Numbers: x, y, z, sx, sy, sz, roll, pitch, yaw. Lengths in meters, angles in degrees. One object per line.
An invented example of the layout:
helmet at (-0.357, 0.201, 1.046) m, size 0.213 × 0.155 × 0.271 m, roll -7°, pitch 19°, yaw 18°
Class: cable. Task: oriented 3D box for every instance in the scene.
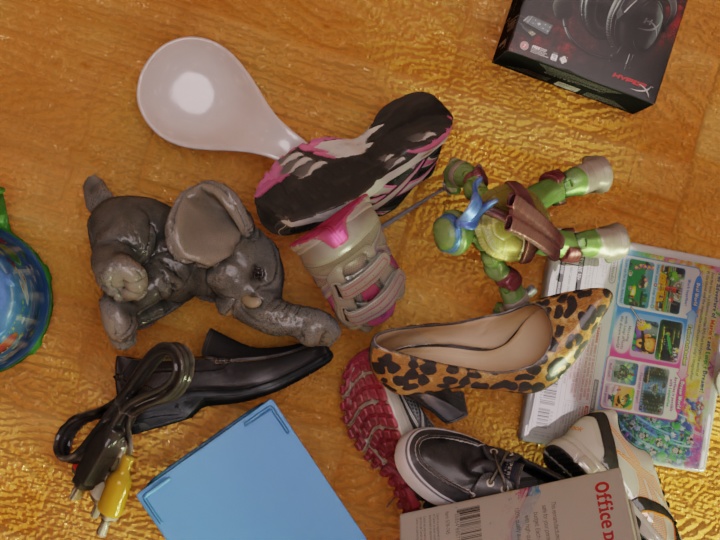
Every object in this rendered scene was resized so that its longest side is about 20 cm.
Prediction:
cable at (-0.203, 0.129, 1.295) m, size 0.201 × 0.050 × 0.097 m, roll -55°, pitch 51°, yaw 19°

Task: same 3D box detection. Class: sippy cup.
sippy cup at (-0.336, 0.024, 1.279) m, size 0.139 × 0.130 × 0.179 m, roll -27°, pitch 91°, yaw -7°

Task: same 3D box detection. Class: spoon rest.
spoon rest at (-0.108, -0.135, 1.347) m, size 0.199 × 0.061 × 0.100 m, roll 31°, pitch 85°, yaw -6°

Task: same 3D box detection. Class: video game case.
video game case at (0.251, 0.075, 1.402) m, size 0.180 × 0.024 × 0.202 m, roll 10°, pitch 86°, yaw -7°

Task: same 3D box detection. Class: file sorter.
file sorter at (-0.081, 0.232, 1.307) m, size 0.138 × 0.123 × 0.201 m, roll -34°, pitch 92°, yaw -6°

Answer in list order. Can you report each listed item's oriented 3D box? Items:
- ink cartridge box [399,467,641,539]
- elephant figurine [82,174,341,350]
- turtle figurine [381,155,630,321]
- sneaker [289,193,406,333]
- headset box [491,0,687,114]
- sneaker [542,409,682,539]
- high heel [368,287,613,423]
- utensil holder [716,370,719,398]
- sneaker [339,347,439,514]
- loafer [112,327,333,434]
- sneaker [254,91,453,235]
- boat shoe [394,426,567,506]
ink cartridge box at (0.145, 0.280, 1.242) m, size 0.198 × 0.146 × 0.145 m, roll -14°, pitch 123°, yaw 11°
elephant figurine at (-0.132, -0.008, 1.310) m, size 0.198 × 0.142 × 0.156 m, roll -11°, pitch 112°, yaw -5°
turtle figurine at (0.130, -0.033, 1.351) m, size 0.192 × 0.201 × 0.144 m, roll -11°, pitch 51°, yaw -24°
sneaker at (0.000, 0.000, 1.278) m, size 0.081 × 0.200 × 0.089 m, roll -34°, pitch 77°, yaw 0°
headset box at (0.226, -0.266, 1.383) m, size 0.148 × 0.077 × 0.201 m, roll 20°, pitch 87°, yaw -6°
sneaker at (0.255, 0.212, 1.352) m, size 0.080 × 0.074 × 0.200 m, roll -42°, pitch 99°, yaw -27°
high heel at (0.109, 0.053, 1.267) m, size 0.199 × 0.142 × 0.072 m, roll -35°, pitch 48°, yaw 17°
utensil holder at (0.454, 0.098, 1.354) m, size 0.199 × 0.170 × 0.170 m, roll -37°, pitch 93°, yaw -8°
sneaker at (0.050, 0.160, 1.356) m, size 0.074 × 0.080 × 0.201 m, roll -29°, pitch 91°, yaw -36°
loafer at (-0.124, 0.086, 1.333) m, size 0.198 × 0.073 × 0.073 m, roll -16°, pitch 87°, yaw -8°
sneaker at (0.001, -0.074, 1.329) m, size 0.199 × 0.087 × 0.080 m, roll -26°, pitch 55°, yaw -21°
boat shoe at (0.127, 0.186, 1.300) m, size 0.199 × 0.066 × 0.070 m, roll 30°, pitch 56°, yaw -15°
